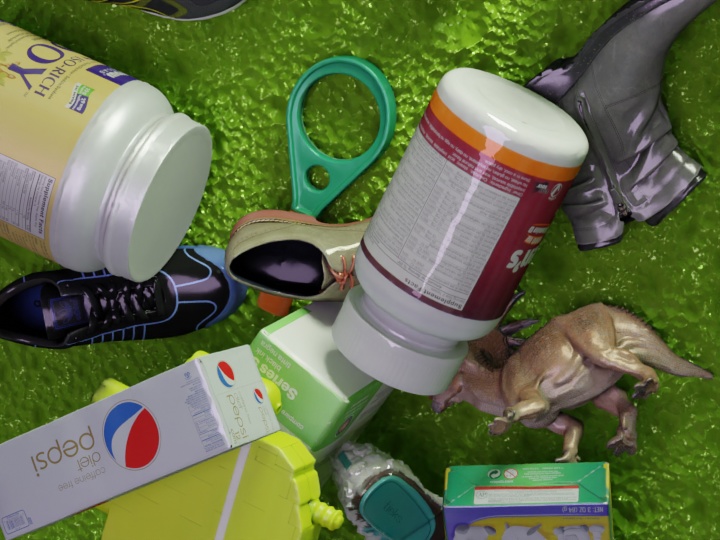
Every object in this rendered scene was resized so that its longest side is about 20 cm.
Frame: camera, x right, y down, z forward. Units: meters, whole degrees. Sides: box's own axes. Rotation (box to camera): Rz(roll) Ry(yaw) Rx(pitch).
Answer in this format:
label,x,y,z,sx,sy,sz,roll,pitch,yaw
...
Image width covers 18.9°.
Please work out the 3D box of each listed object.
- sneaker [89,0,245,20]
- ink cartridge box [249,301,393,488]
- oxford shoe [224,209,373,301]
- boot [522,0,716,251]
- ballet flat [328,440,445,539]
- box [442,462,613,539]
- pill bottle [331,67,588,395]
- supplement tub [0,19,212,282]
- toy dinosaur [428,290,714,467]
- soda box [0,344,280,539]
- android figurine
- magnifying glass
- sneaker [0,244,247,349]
label,x,y,z,sx,sy,sz,roll,pitch,yaw
sneaker,-0.173,-0.216,1.551,0.199,0.085,0.075,7,105,18
ink cartridge box,-0.065,0.127,1.554,0.084,0.145,0.200,39,111,10
oxford shoe,0.000,0.000,1.531,0.198,0.075,0.071,0,109,7
boot,0.195,-0.109,1.461,0.200,0.068,0.131,-38,92,30
ballet flat,0.038,0.183,1.549,0.071,0.072,0.200,-15,135,22
box,0.123,0.225,1.521,0.116,0.049,0.201,-3,127,9
pill bottle,0.062,-0.024,1.439,0.109,0.110,0.201,31,112,11
supplement tub,-0.223,-0.087,1.565,0.199,0.145,0.146,24,109,13
toy dinosaur,0.139,0.061,1.509,0.199,0.136,0.086,-17,139,2
soda box,-0.156,0.115,1.434,0.199,0.068,0.064,-23,85,28
android figurine,-0.104,0.152,1.472,0.199,0.041,0.183,21,106,22
magnifying glass,-0.032,-0.061,1.571,0.079,0.022,0.201,25,107,13
sneaker,-0.185,0.026,1.612,0.199,0.078,0.071,-9,99,22
